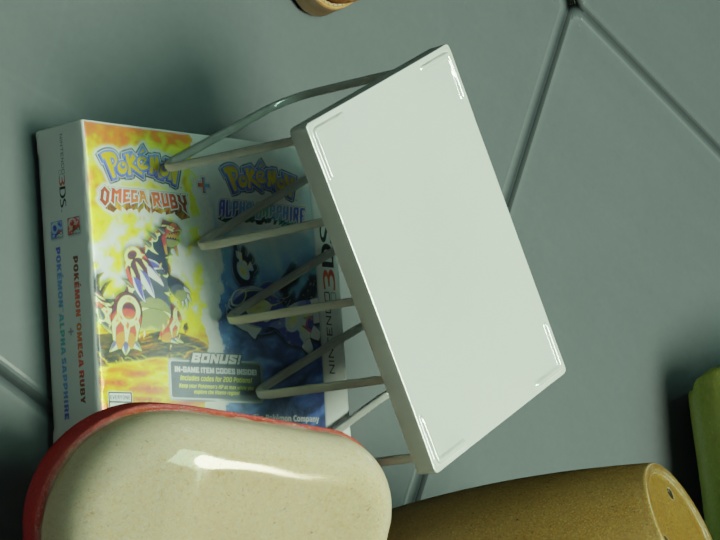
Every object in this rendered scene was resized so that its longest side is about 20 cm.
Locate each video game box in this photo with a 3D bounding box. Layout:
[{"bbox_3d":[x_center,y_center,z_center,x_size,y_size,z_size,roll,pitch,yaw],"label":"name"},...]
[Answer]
[{"bbox_3d":[-0.091,0.014,1.565,0.200,0.047,0.182,4,76,-47],"label":"video game box"}]

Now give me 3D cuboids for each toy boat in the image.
[{"bbox_3d":[-0.091,0.135,1.468,0.200,0.131,0.131,12,89,-35],"label":"toy boat"}]

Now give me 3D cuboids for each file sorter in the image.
[{"bbox_3d":[0.000,0.000,1.540,0.139,0.125,0.200,-33,106,-48],"label":"file sorter"}]

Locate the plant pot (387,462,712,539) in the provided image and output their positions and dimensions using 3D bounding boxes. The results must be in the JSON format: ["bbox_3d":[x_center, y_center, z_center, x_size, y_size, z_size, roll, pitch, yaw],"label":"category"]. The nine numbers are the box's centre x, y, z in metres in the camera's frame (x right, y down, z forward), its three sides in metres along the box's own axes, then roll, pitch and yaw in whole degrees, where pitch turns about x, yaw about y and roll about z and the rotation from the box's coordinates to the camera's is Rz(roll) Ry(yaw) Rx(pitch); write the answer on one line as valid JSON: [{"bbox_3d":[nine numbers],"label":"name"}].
[{"bbox_3d":[0.098,0.191,1.569,0.186,0.200,0.186,49,23,-30],"label":"plant pot"}]

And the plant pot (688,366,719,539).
[{"bbox_3d":[0.306,0.149,1.876,0.200,0.200,0.184,3,68,-47],"label":"plant pot"}]

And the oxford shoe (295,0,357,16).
[{"bbox_3d":[0.034,-0.225,1.736,0.071,0.071,0.200,57,45,-20],"label":"oxford shoe"}]
